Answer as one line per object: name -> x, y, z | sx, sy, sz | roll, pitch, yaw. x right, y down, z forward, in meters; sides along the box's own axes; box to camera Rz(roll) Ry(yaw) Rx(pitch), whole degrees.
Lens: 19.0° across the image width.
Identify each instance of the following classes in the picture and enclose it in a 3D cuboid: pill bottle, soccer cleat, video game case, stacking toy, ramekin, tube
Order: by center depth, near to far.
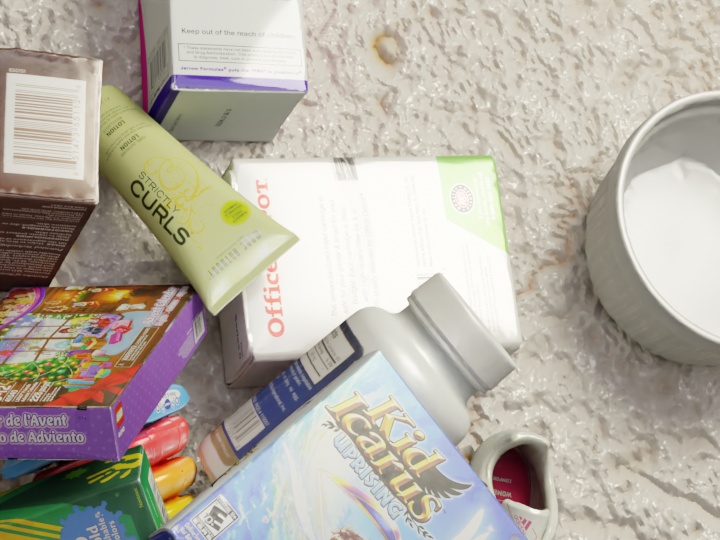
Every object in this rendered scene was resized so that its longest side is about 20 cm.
video game case -> 0.004, 0.181, 1.302 | 0.181, 0.045, 0.200 | -39, 92, -27
stacking toy -> -0.138, 0.184, 1.400 | 0.109, 0.116, 0.201 | -23, 88, 20
pill bottle -> 0.001, 0.095, 1.416 | 0.200, 0.111, 0.111 | -40, 87, 3
tube -> -0.127, -0.054, 1.467 | 0.052, 0.058, 0.200 | -4, 39, -46
soccer cleat -> 0.100, 0.206, 1.487 | 0.070, 0.086, 0.201 | 7, 71, -15
ramekin -> 0.262, -0.022, 1.601 | 0.199, 0.105, 0.201 | 5, 71, -16

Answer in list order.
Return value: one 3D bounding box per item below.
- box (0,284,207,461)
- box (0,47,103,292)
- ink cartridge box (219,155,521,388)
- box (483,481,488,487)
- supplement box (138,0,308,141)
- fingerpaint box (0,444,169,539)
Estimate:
box -> -0.190, 0.062, 1.369 | 0.136, 0.200, 0.039 | -2, 111, 12
box -> -0.221, -0.060, 1.408 | 0.075, 0.200, 0.101 | 5, 72, -18
ink cartridge box -> 0.000, 0.000, 1.522 | 0.199, 0.084, 0.146 | -2, 73, -18
box -> 0.013, 0.210, 1.436 | 0.064, 0.070, 0.200 | 39, 50, -15
supplement box -> -0.103, -0.203, 1.545 | 0.103, 0.101, 0.201 | 0, 73, -18
fingerpaint box -> -0.179, 0.233, 1.330 | 0.166, 0.073, 0.201 | -18, 103, 1
